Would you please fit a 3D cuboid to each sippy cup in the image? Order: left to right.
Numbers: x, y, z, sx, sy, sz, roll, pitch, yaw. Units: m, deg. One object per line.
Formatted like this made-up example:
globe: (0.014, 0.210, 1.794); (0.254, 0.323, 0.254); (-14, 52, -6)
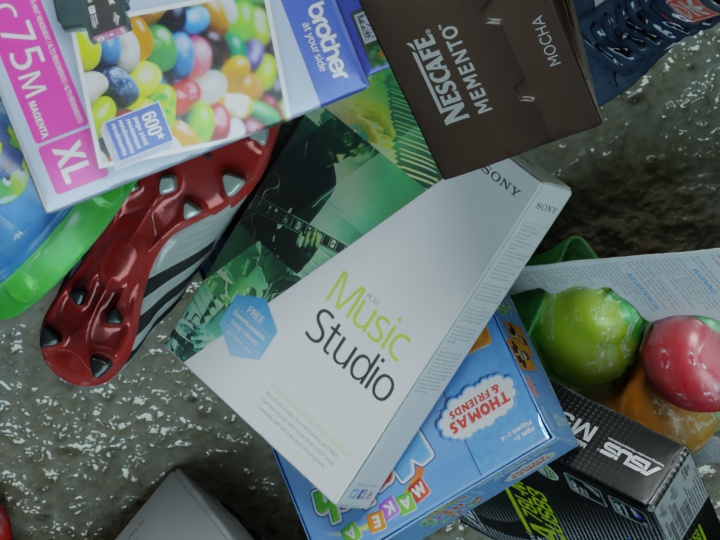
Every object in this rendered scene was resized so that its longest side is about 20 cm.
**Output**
sippy cup: (-0.192, -0.066, 1.253); (0.130, 0.178, 0.139); (38, 154, -18)

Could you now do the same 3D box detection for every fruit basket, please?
fruit basket: (0.168, 0.045, 1.349); (0.199, 0.094, 0.185); (-11, 135, 41)

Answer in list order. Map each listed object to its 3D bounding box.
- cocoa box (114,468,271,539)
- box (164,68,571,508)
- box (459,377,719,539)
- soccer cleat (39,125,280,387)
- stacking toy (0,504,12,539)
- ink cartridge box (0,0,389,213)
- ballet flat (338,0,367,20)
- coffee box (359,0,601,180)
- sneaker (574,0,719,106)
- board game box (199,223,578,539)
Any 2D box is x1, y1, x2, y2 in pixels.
cocoa box: (-0.108, 0.249, 1.465); (0.131, 0.133, 0.200); (40, 90, -31)
box: (0.000, 0.000, 1.277); (0.201, 0.144, 0.036); (-57, 149, 12)
box: (0.113, 0.120, 1.371); (0.192, 0.048, 0.200); (24, 159, 31)
soccer cleat: (-0.106, -0.026, 1.330); (0.068, 0.085, 0.201); (32, 99, 1)
stacking toy: (-0.223, 0.216, 1.517); (0.085, 0.086, 0.201); (-8, 122, 3)
ink cartridge box: (-0.079, -0.118, 1.178); (0.199, 0.042, 0.120); (-22, 100, -3)
ballet flat: (-0.050, -0.161, 1.225); (0.199, 0.072, 0.072); (11, 128, -15)
coffee box: (0.047, -0.153, 1.147); (0.079, 0.201, 0.113); (-18, 128, 10)
sneaker: (0.156, -0.141, 1.241); (0.075, 0.085, 0.200); (26, 123, -23)
board game box: (0.009, 0.040, 1.311); (0.151, 0.201, 0.037); (-33, 155, 21)
